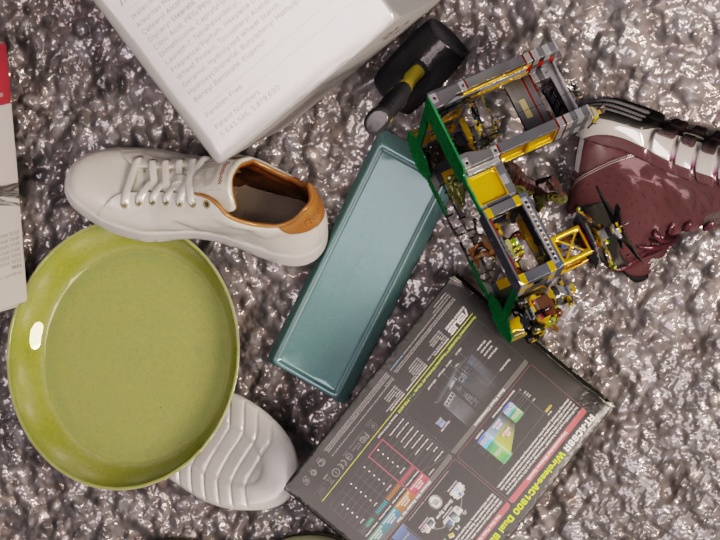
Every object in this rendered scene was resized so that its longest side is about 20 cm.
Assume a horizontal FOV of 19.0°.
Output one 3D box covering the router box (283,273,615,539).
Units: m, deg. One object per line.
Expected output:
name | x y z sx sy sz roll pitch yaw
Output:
router box | 0.064 0.126 1.541 0.150 0.062 0.200 39 91 4

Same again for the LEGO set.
LEGO set | 0.122 -0.059 1.474 0.115 0.154 0.201 -23 67 -10

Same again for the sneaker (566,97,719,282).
sneaker | 0.234 -0.036 1.492 0.199 0.076 0.117 23 112 20

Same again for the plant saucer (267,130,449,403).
plant saucer | 0.000 0.000 1.582 0.069 0.019 0.201 29 106 7

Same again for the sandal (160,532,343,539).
sandal | -0.084 0.246 1.633 0.199 0.057 0.081 -3 101 15

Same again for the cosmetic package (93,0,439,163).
cosmetic package | -0.076 -0.211 1.479 0.165 0.165 0.201 -37 92 18

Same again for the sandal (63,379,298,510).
sandal | -0.130 0.123 1.628 0.201 0.050 0.083 17 91 22

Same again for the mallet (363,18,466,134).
mallet | 0.035 -0.129 1.451 0.041 0.200 0.066 43 102 -4

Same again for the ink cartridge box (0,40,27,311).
ink cartridge box | -0.336 -0.067 1.605 0.145 0.083 0.202 2 102 27

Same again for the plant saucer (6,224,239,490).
plant saucer | -0.173 0.063 1.608 0.198 0.031 0.202 -3 84 24

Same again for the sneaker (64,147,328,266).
sneaker | -0.119 -0.063 1.555 0.198 0.085 0.073 10 63 5
